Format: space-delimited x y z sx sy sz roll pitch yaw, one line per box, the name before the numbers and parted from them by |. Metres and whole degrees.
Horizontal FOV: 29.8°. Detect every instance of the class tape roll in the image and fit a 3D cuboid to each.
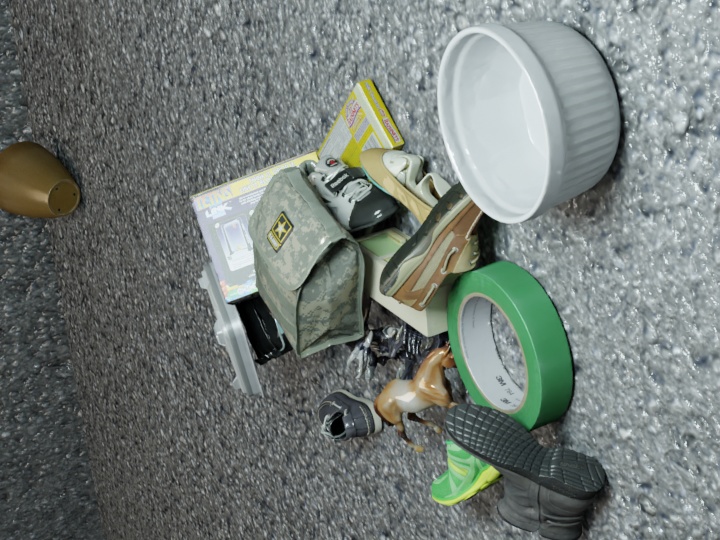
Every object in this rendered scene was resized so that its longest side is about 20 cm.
tape roll | 0.174 0.091 1.599 0.200 0.048 0.202 45 144 46

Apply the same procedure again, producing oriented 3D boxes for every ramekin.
ramekin | 0.172 -0.157 1.365 0.200 0.104 0.201 45 145 45

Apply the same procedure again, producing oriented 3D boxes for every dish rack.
dish rack | -0.201 0.092 2.079 0.201 0.043 0.172 80 169 -49

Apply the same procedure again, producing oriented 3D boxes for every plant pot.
plant pot | -0.781 -0.202 3.323 0.199 0.186 0.188 24 129 43

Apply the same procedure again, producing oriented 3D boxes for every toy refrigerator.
toy refrigerator | 0.063 0.009 1.747 0.200 0.075 0.070 35 136 55

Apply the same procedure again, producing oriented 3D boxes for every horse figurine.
horse figurine | 0.081 0.172 1.764 0.199 0.050 0.133 -23 121 44

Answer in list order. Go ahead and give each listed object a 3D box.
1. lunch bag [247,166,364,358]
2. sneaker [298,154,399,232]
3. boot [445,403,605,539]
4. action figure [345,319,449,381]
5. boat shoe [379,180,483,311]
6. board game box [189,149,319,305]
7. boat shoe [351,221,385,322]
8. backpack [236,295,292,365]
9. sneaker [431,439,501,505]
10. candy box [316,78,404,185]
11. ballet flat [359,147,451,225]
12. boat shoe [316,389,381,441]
lunch bag | -0.071 -0.016 1.769 0.164 0.117 0.201 -126 27 -42
sneaker | -0.027 -0.107 1.805 0.199 0.074 0.089 14 131 54
boot | 0.176 0.244 1.574 0.199 0.070 0.132 28 139 11
action figure | 0.038 0.117 1.828 0.200 0.118 0.103 -26 46 58
boat shoe | 0.104 -0.032 1.586 0.074 0.076 0.200 36 118 -10
board game box | -0.126 -0.061 1.957 0.057 0.199 0.166 45 -154 -83
boat shoe | 0.000 0.000 1.886 0.075 0.073 0.201 54 131 51
backpack | -0.129 0.020 2.072 0.201 0.150 0.177 62 159 1
sneaker | 0.145 0.238 1.730 0.084 0.074 0.200 57 144 14
candy box | -0.002 -0.164 1.828 0.103 0.026 0.200 64 155 14
ballet flat | 0.073 -0.107 1.674 0.200 0.068 0.063 47 134 30
boat shoe | -0.035 0.231 2.122 0.200 0.062 0.073 -6 101 66
